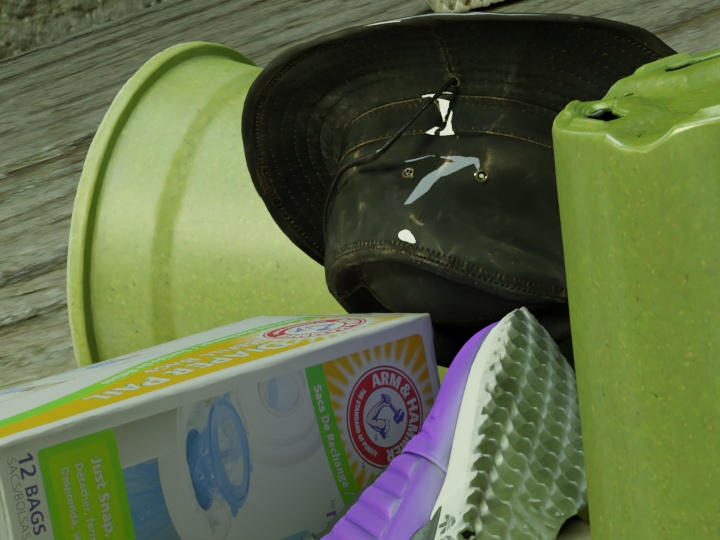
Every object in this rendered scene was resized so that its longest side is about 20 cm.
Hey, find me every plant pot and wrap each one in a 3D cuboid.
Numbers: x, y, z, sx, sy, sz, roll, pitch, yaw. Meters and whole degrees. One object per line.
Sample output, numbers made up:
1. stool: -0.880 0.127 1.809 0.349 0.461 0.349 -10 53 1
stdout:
1. plant pot: 0.141 0.027 0.813 0.200 0.190 0.200 -14 13 3
2. plant pot: 0.000 0.000 1.186 0.184 0.201 0.200 5 21 28

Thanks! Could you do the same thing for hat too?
1. hat: 0.046 -0.013 0.985 0.200 0.201 0.081 -10 47 27

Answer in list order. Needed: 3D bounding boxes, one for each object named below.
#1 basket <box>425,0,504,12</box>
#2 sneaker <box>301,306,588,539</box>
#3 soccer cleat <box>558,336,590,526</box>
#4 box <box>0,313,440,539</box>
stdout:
1. basket: 0.118 -0.368 2.648 0.161 0.199 0.200 -20 12 0
2. sneaker: 0.018 0.090 0.895 0.099 0.070 0.200 -23 24 29
3. soccer cleat: 0.091 0.072 1.031 0.084 0.065 0.200 -44 11 13
4. box: -0.068 0.088 0.941 0.200 0.113 0.101 -15 8 -40
